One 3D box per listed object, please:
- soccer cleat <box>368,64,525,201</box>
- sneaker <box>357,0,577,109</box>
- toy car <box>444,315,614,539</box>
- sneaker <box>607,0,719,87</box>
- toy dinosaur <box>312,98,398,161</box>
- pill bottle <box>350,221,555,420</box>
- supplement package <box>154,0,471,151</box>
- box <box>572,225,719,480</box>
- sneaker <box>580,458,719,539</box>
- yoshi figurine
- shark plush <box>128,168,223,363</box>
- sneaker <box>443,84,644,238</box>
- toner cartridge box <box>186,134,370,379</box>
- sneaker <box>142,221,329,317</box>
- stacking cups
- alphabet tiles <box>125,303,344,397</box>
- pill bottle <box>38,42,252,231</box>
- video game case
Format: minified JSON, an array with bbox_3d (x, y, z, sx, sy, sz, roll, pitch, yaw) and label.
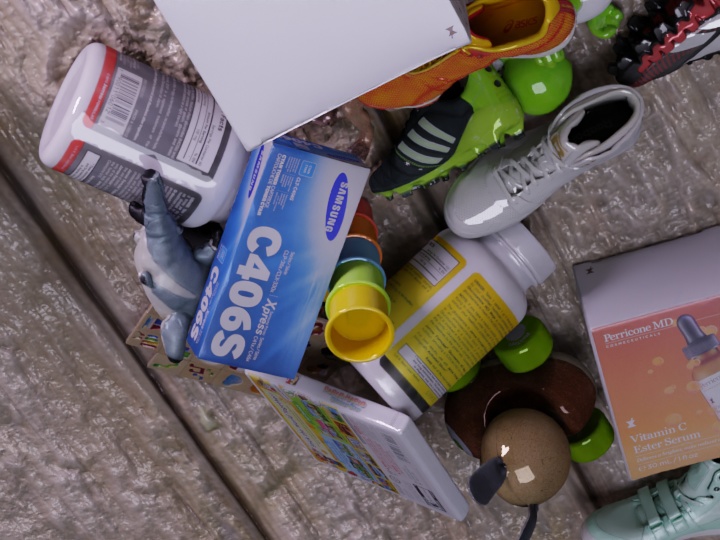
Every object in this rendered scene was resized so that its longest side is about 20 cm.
[{"bbox_3d":[0.068,-0.122,1.517,0.200,0.067,0.081,-28,86,51],"label":"soccer cleat"},{"bbox_3d":[0.076,-0.189,1.407,0.199,0.073,0.077,-22,165,23],"label":"sneaker"},{"bbox_3d":[0.142,0.176,1.653,0.157,0.200,0.164,-18,125,30],"label":"toy car"},{"bbox_3d":[0.308,-0.214,1.483,0.200,0.071,0.098,-39,116,20],"label":"sneaker"},{"bbox_3d":[-0.029,-0.179,1.484,0.199,0.086,0.136,12,117,-18],"label":"toy dinosaur"},{"bbox_3d":[0.080,0.035,1.592,0.200,0.112,0.113,-42,120,-2],"label":"pill bottle"},{"bbox_3d":[-0.038,-0.217,1.337,0.199,0.111,0.156,-25,118,13],"label":"supplement package"},{"bbox_3d":[0.304,0.082,1.668,0.152,0.107,0.201,-16,125,8],"label":"box"},{"bbox_3d":[0.324,0.227,1.789,0.199,0.074,0.119,-11,132,-8],"label":"sneaker"},{"bbox_3d":[0.179,-0.208,1.461,0.112,0.112,0.200,29,123,-30],"label":"yoshi figurine"},{"bbox_3d":[-0.153,-0.017,1.502,0.083,0.091,0.201,-16,122,2],"label":"shark plush"},{"bbox_3d":[0.158,-0.101,1.506,0.200,0.116,0.074,-32,83,1],"label":"sneaker"},{"bbox_3d":[-0.071,-0.012,1.479,0.095,0.043,0.201,13,105,-25],"label":"toner cartridge box"},{"bbox_3d":[-0.101,-0.025,1.594,0.200,0.070,0.090,25,117,-26],"label":"sneaker"},{"bbox_3d":[0.000,0.000,1.534,0.060,0.200,0.061,0,123,0],"label":"stacking cups"},{"bbox_3d":[-0.115,0.071,1.652,0.199,0.006,0.166,16,145,-18],"label":"alphabet tiles"},{"bbox_3d":[-0.167,-0.107,1.501,0.199,0.116,0.116,25,120,-19],"label":"pill bottle"},{"bbox_3d":[-0.001,0.162,1.655,0.181,0.023,0.200,19,158,31],"label":"video game case"}]
